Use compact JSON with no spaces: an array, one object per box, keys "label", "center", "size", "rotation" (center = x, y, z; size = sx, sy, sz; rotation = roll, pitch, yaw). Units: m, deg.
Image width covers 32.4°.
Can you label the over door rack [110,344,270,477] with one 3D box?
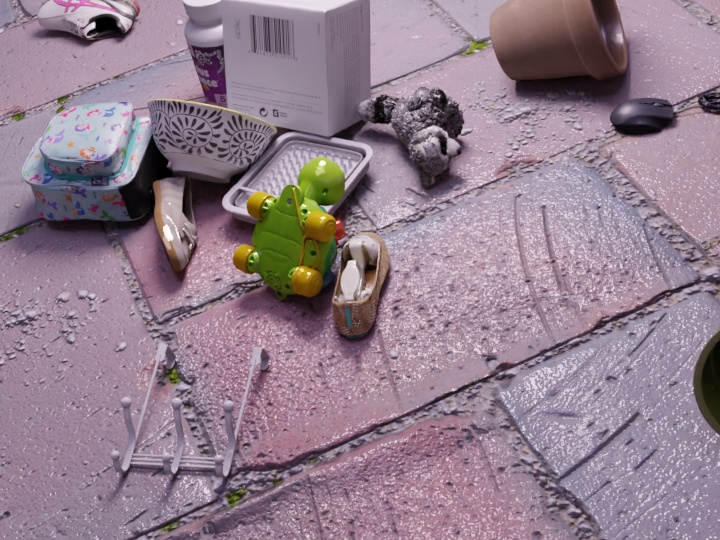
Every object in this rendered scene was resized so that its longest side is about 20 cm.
[{"label":"over door rack","center":[-0.212,0.161,1.529],"size":[0.147,0.067,0.200],"rotation":[1,44,15]}]

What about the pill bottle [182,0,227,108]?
[{"label":"pill bottle","center":[-0.222,-0.362,2.006],"size":[0.112,0.200,0.112],"rotation":[-9,40,7]}]

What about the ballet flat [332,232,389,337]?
[{"label":"ballet flat","center":[0.000,0.000,1.648],"size":[0.070,0.065,0.200],"rotation":[-6,42,9]}]

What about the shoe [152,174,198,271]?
[{"label":"shoe","center":[-0.266,-0.075,1.800],"size":[0.053,0.070,0.200],"rotation":[-17,42,0]}]

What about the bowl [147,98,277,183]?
[{"label":"bowl","center":[-0.232,-0.187,1.869],"size":[0.200,0.201,0.095],"rotation":[10,86,25]}]

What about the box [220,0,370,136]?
[{"label":"box","center":[-0.097,-0.330,1.918],"size":[0.198,0.201,0.131],"rotation":[14,29,29]}]

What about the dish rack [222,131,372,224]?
[{"label":"dish rack","center":[-0.088,-0.124,1.826],"size":[0.171,0.044,0.200],"rotation":[13,48,29]}]

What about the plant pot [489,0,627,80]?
[{"label":"plant pot","center":[0.297,-0.375,1.905],"size":[0.174,0.200,0.201],"rotation":[-14,38,25]}]

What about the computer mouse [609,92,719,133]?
[{"label":"computer mouse","center":[0.464,-0.240,1.806],"size":[0.199,0.034,0.059],"rotation":[-11,41,3]}]

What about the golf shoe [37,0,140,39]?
[{"label":"golf shoe","center":[-0.516,-0.471,2.307],"size":[0.199,0.073,0.092],"rotation":[-1,44,14]}]

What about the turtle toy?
[{"label":"turtle toy","center":[-0.078,-0.056,1.671],"size":[0.146,0.201,0.101],"rotation":[21,9,35]}]

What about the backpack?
[{"label":"backpack","center":[-0.413,-0.162,1.889],"size":[0.199,0.151,0.178],"rotation":[-6,43,17]}]

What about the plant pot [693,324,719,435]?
[{"label":"plant pot","center":[0.473,0.074,1.366],"size":[0.199,0.201,0.190],"rotation":[1,30,17]}]

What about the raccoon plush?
[{"label":"raccoon plush","center":[0.067,-0.190,1.845],"size":[0.200,0.097,0.134],"rotation":[-4,49,42]}]
